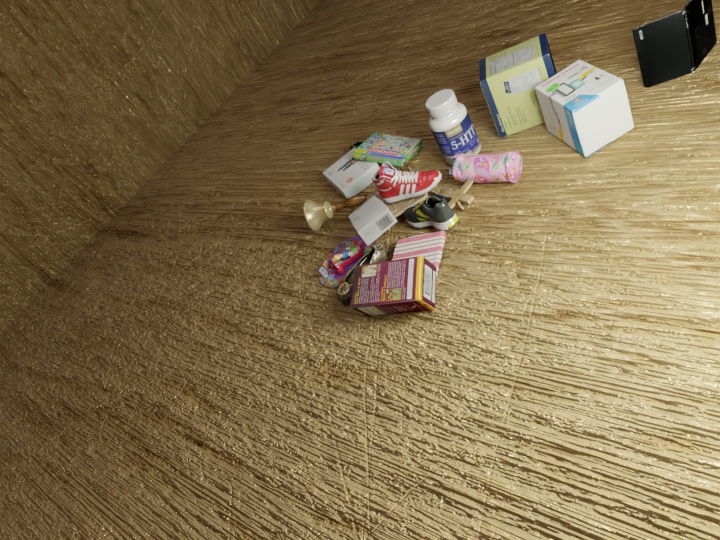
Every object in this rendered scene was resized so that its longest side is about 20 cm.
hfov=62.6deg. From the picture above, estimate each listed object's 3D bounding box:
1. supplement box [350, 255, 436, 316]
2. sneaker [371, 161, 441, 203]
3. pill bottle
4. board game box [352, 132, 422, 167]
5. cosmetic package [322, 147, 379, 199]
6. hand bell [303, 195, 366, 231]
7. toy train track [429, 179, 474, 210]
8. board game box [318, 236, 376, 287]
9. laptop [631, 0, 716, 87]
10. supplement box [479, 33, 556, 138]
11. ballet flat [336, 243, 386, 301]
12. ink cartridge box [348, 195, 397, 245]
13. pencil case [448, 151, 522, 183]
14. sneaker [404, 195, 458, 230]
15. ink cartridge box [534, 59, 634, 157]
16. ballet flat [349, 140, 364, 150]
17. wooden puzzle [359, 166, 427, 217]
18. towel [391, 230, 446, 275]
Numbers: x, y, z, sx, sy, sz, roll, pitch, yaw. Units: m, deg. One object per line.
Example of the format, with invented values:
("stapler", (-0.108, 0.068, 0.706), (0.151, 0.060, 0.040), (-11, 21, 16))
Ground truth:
("supplement box", (0.081, 0.042, 1.455), (0.197, 0.085, 0.112), (-8, 66, 33))
("sneaker", (0.125, -0.266, 1.691), (0.197, 0.113, 0.072), (-16, 41, 31))
("pill bottle", (0.271, -0.426, 1.759), (0.118, 0.201, 0.121), (-22, 37, 18))
("board game box", (0.091, -0.405, 1.978), (0.198, 0.029, 0.135), (17, 48, 33))
("cosmetic package", (-0.030, -0.334, 2.034), (0.150, 0.052, 0.200), (-40, 36, -2))
("hand bell", (-0.071, -0.202, 1.871), (0.197, 0.105, 0.105), (-17, 39, 24))
("toy train track", (0.258, -0.208, 1.673), (0.115, 0.033, 0.199), (-49, 31, -6))
("board game box", (-0.045, -0.040, 1.717), (0.156, 0.039, 0.202), (0, 49, 39))
("laptop", (0.817, -0.607, 1.534), (0.200, 0.178, 0.103), (-48, 38, -16))
("supplement box", (0.468, -0.531, 1.715), (0.197, 0.201, 0.136), (-15, 39, 25))
("ballet flat", (0.000, 0.000, 1.613), (0.067, 0.047, 0.200), (26, 67, 39))
("ink cartridge box", (0.031, -0.148, 1.698), (0.108, 0.051, 0.200), (-39, 20, 4))
("pencil case", (0.346, -0.285, 1.637), (0.198, 0.088, 0.088), (10, 54, 44))
("sneaker", (0.187, -0.168, 1.619), (0.074, 0.086, 0.199), (-39, 28, -24))
("ink cartridge box", (0.581, -0.427, 1.550), (0.145, 0.147, 0.201), (-31, 35, 5))
("ballet flat", (0.032, -0.440, 2.105), (0.198, 0.047, 0.068), (12, 57, 46))
("wooden puzzle", (0.102, -0.207, 1.789), (0.199, 0.046, 0.186), (-36, 35, 8))
("towel", (0.146, -0.016, 1.548), (0.144, 0.030, 0.202), (-10, 45, 32))
